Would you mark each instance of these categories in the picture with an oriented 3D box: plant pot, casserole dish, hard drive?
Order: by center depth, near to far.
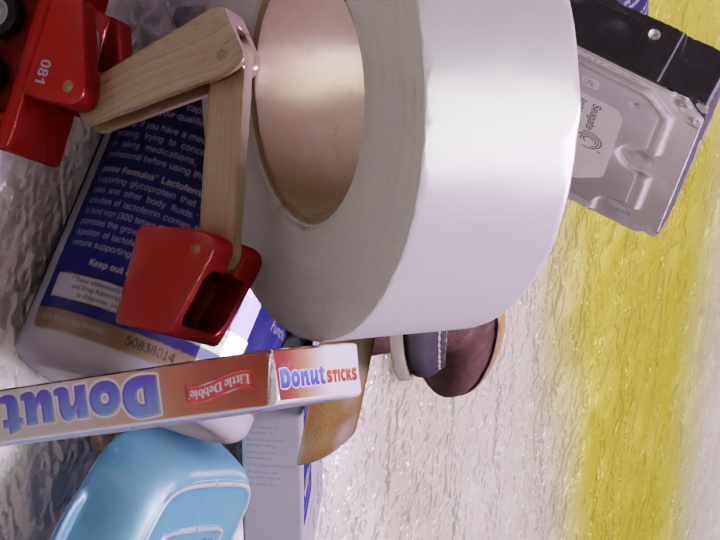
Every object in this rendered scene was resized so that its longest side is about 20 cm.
[{"bbox_3d":[0.075,-0.100,1.096,0.038,0.199,0.140,-60,172,-24],"label":"hard drive"},{"bbox_3d":[0.000,0.000,1.102,0.200,0.027,0.201,-169,-90,-89],"label":"plant pot"},{"bbox_3d":[-0.105,0.140,1.117,0.122,0.039,0.200,-65,166,1],"label":"casserole dish"}]

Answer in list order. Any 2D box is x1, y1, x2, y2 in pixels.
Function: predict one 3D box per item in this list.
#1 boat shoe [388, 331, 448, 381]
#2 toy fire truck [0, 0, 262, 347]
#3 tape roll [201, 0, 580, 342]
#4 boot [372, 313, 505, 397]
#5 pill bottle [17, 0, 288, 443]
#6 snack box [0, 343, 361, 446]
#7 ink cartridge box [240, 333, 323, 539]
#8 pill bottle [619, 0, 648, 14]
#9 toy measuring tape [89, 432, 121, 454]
[{"bbox_3d":[0.048,-0.036,0.990,0.073,0.062,0.201,-81,177,-63],"label":"boat shoe"},{"bbox_3d":[-0.093,-0.082,0.921,0.049,0.140,0.201,19,88,-66],"label":"toy fire truck"},{"bbox_3d":[0.006,-0.073,0.898,0.070,0.202,0.203,-5,114,-28],"label":"tape roll"},{"bbox_3d":[0.013,0.028,1.344,0.166,0.072,0.201,-37,140,-36],"label":"boot"},{"bbox_3d":[-0.071,-0.031,1.032,0.201,0.115,0.116,-69,156,-11],"label":"pill bottle"},{"bbox_3d":[-0.103,0.055,0.919,0.072,0.199,0.024,1,81,-62],"label":"snack box"},{"bbox_3d":[-0.042,0.067,1.215,0.100,0.039,0.201,-78,172,-59],"label":"ink cartridge box"},{"bbox_3d":[0.124,-0.167,1.379,0.111,0.111,0.201,-52,148,-40],"label":"pill bottle"},{"bbox_3d":[-0.067,0.010,1.119,0.201,0.073,0.074,-67,155,-15],"label":"toy measuring tape"}]
